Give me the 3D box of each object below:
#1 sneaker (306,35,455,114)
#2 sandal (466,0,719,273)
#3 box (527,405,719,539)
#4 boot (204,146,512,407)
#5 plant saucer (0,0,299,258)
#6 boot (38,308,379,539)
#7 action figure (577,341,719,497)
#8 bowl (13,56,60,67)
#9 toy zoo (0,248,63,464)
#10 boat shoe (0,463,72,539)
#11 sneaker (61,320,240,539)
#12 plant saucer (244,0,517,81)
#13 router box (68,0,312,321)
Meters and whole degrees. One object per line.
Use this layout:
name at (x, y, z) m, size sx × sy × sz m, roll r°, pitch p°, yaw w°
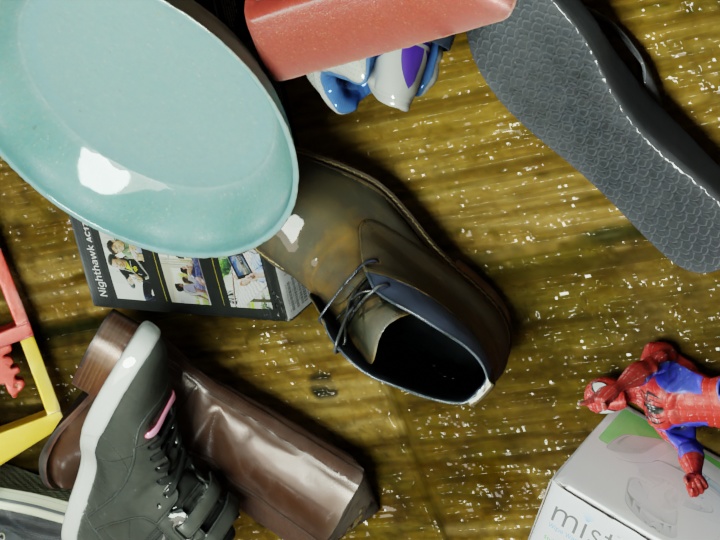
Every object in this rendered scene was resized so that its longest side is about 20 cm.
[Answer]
sneaker at (0.039, -0.153, 1.193) m, size 0.199 × 0.080 × 0.148 m, roll -26°, pitch 61°, yaw 47°
sandal at (0.126, -0.084, 1.249) m, size 0.200 × 0.043 × 0.076 m, roll 50°, pitch 140°, yaw -6°
box at (0.182, 0.203, 1.333) m, size 0.199 × 0.097 × 0.177 m, roll 29°, pitch 127°, yaw 17°
boot at (0.000, 0.000, 1.307) m, size 0.199 × 0.097 × 0.075 m, roll 33°, pitch 105°, yaw -7°
plant saucer at (-0.116, -0.089, 1.265) m, size 0.199 × 0.036 × 0.201 m, roll 18°, pitch 143°, yaw 14°
boot at (-0.093, 0.129, 1.499) m, size 0.199 × 0.064 × 0.187 m, roll 30°, pitch 145°, yaw 2°
action figure at (0.194, 0.079, 1.258) m, size 0.199 × 0.099 × 0.066 m, roll 2°, pitch 116°, yaw 35°
bowl at (-0.177, -0.222, 1.311) m, size 0.199 × 0.105 × 0.202 m, roll 10°, pitch 120°, yaw 17°
toy zoo at (-0.269, 0.055, 1.528) m, size 0.130 × 0.020 × 0.201 m, roll -21°, pitch 103°, yaw -7°
boat shoe at (-0.226, 0.165, 1.590) m, size 0.198 × 0.075 × 0.063 m, roll 11°, pitch 101°, yaw 23°
sneaker at (-0.110, 0.112, 1.409) m, size 0.099 × 0.071 × 0.201 m, roll 26°, pitch 137°, yaw 7°
plant saucer at (0.008, -0.204, 1.150) m, size 0.199 × 0.036 × 0.202 m, roll -8°, pitch 73°, yaw 54°
router box at (-0.108, -0.074, 1.395) m, size 0.148 × 0.051 × 0.202 m, roll 4°, pitch 117°, yaw 33°
